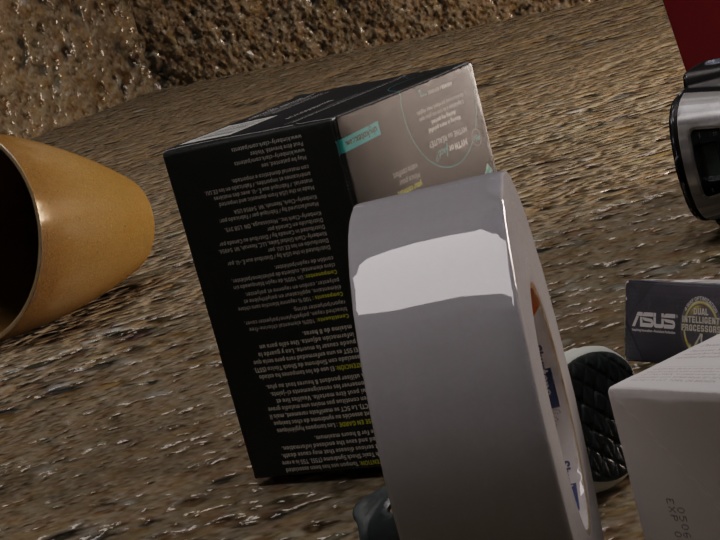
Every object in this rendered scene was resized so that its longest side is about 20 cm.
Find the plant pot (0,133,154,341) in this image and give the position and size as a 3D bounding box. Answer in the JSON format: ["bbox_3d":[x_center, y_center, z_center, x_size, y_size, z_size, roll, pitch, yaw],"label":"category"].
[{"bbox_3d":[-0.280,-0.036,2.134,0.186,0.187,0.200,-7,1,37],"label":"plant pot"}]

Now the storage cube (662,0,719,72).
[{"bbox_3d":[0.373,-0.192,1.936,0.170,0.201,0.180,-22,6,-30],"label":"storage cube"}]

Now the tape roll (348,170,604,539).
[{"bbox_3d":[0.052,0.063,0.994,0.066,0.201,0.200,-12,10,8],"label":"tape roll"}]

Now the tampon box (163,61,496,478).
[{"bbox_3d":[0.000,0.000,1.407,0.126,0.201,0.150,-8,11,36],"label":"tampon box"}]

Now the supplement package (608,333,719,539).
[{"bbox_3d":[0.218,0.069,0.949,0.200,0.122,0.120,-23,13,-35],"label":"supplement package"}]

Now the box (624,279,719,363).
[{"bbox_3d":[0.253,0.030,1.205,0.161,0.049,0.200,-2,3,-31],"label":"box"}]

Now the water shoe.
[{"bbox_3d":[0.069,0.090,1.196,0.079,0.072,0.200,-13,7,38],"label":"water shoe"}]

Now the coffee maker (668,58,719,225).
[{"bbox_3d":[0.343,-0.101,1.738,0.199,0.135,0.192,-8,-11,31],"label":"coffee maker"}]
